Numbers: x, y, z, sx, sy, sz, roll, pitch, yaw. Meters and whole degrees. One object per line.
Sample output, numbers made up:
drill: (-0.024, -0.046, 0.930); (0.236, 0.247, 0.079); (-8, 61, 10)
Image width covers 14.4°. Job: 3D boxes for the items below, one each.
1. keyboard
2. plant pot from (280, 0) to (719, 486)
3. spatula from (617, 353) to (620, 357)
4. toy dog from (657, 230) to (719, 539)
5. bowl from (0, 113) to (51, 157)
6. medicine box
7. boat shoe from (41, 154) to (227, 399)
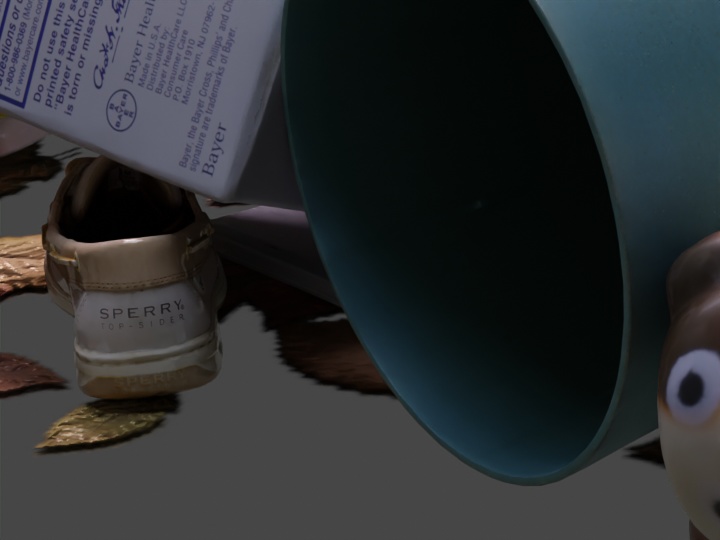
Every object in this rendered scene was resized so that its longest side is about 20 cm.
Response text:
keyboard: (0.000, 0.000, 1.143); (0.056, 0.011, 0.200); (-10, 19, -33)
plant pot: (0.093, -0.049, 0.943); (0.161, 0.201, 0.200); (-19, 23, -26)
spatula: (0.150, 0.023, 1.013); (0.199, 0.021, 0.057); (4, 35, 14)
toy dog: (0.183, 0.029, 0.816); (0.199, 0.140, 0.194); (-8, 18, -4)
bowl: (-0.180, -0.114, 1.332); (0.200, 0.108, 0.200); (-23, 18, 8)
medicine box: (-0.048, -0.093, 1.109); (0.200, 0.103, 0.182); (24, 11, 37)
boat shoe: (-0.087, -0.014, 1.103); (0.074, 0.069, 0.200); (-7, 19, -9)
